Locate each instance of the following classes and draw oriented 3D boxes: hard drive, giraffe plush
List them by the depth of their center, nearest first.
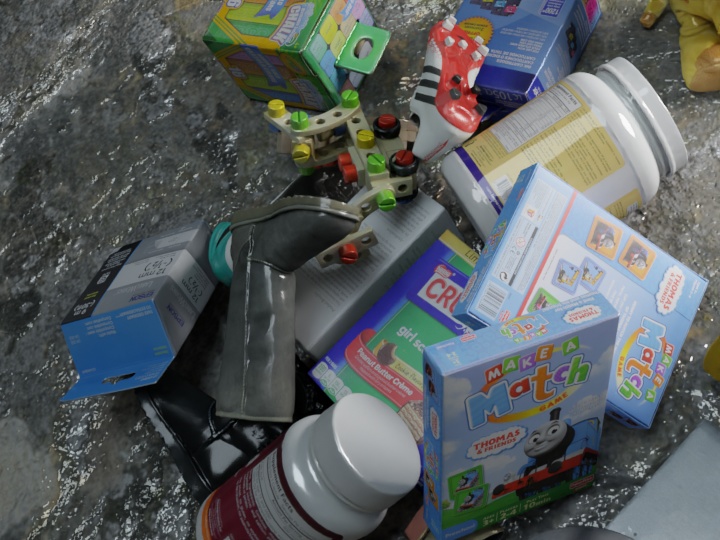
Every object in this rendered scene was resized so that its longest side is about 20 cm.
[{"bbox_3d":[0.307,0.231,0.820,0.140,0.033,0.200,-46,53,-5],"label":"hard drive"},{"bbox_3d":[0.358,-0.302,1.032,0.172,0.162,0.200,-34,53,4],"label":"giraffe plush"}]

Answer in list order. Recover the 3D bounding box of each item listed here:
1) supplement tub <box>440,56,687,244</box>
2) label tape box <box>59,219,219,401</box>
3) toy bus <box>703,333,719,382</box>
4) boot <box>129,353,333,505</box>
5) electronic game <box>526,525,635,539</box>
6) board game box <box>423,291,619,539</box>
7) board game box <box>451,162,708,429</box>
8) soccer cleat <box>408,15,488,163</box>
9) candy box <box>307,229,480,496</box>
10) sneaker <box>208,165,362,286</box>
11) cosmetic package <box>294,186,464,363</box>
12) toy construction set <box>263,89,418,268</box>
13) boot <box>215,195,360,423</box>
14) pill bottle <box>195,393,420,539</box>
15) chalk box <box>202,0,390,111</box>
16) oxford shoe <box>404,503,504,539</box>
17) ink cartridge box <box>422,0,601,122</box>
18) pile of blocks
[{"bbox_3d":[0.193,-0.098,1.003,0.200,0.145,0.146,-33,52,5],"label":"supplement tub"},{"bbox_3d":[-0.244,0.043,1.130,0.143,0.066,0.200,-14,32,31],"label":"label tape box"},{"bbox_3d":[0.405,0.050,0.829,0.200,0.136,0.192,-45,65,-8],"label":"toy bus"},{"bbox_3d":[-0.130,0.131,1.071,0.162,0.073,0.198,-40,59,2],"label":"boot"},{"bbox_3d":[0.175,0.305,0.827,0.199,0.042,0.201,-13,64,29],"label":"electronic game"},{"bbox_3d":[0.124,0.121,0.837,0.151,0.201,0.037,-17,41,-16],"label":"board game box"},{"bbox_3d":[0.196,0.024,0.912,0.152,0.200,0.037,-62,14,-17],"label":"board game box"},{"bbox_3d":[0.083,-0.186,1.057,0.085,0.068,0.200,-46,26,34],"label":"soccer cleat"},{"bbox_3d":[0.079,0.089,0.990,0.200,0.077,0.169,-45,52,-5],"label":"candy box"},{"bbox_3d":[-0.092,-0.041,1.155,0.200,0.084,0.121,-36,9,-36],"label":"sneaker"},{"bbox_3d":[0.000,0.000,1.086,0.200,0.071,0.101,-45,51,-5],"label":"cosmetic package"},{"bbox_3d":[-0.015,-0.102,1.053,0.131,0.092,0.201,-12,60,-9],"label":"toy construction set"},{"bbox_3d":[-0.072,0.040,0.969,0.182,0.072,0.201,-12,67,52],"label":"boot"},{"bbox_3d":[-0.047,0.198,0.918,0.200,0.114,0.115,-42,46,32],"label":"pill bottle"},{"bbox_3d":[-0.062,-0.277,1.251,0.199,0.124,0.125,13,68,32],"label":"chalk box"},{"bbox_3d":[0.050,0.285,0.892,0.074,0.071,0.200,24,74,32],"label":"oxford shoe"},{"bbox_3d":[0.162,-0.236,1.148,0.136,0.076,0.201,17,72,33],"label":"ink cartridge box"},{"bbox_3d":[-0.017,-0.144,1.196,0.199,0.082,0.062,9,97,38],"label":"pile of blocks"}]
